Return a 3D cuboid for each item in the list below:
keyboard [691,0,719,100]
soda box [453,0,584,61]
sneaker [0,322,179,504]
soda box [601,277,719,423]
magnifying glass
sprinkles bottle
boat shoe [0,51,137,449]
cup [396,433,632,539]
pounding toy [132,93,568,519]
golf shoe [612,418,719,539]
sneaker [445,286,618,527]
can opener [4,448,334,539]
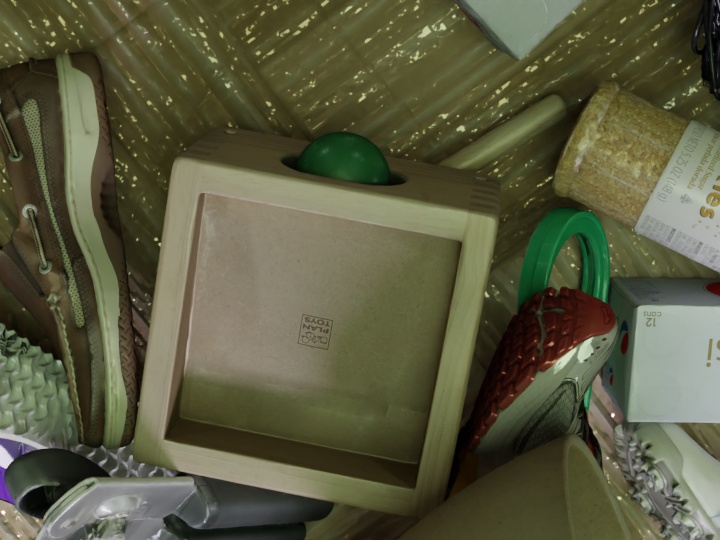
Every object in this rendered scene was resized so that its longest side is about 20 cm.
[{"bbox_3d":[0.209,-0.106,0.738,0.104,0.040,0.200,22,140,29],"label":"keyboard"},{"bbox_3d":[0.126,-0.200,0.746,0.200,0.063,0.068,-44,103,7],"label":"soda box"},{"bbox_3d":[-0.184,0.092,0.796,0.099,0.070,0.200,-18,131,37],"label":"sneaker"},{"bbox_3d":[0.239,0.044,0.817,0.199,0.064,0.068,1,104,-4],"label":"soda box"},{"bbox_3d":[0.114,0.061,0.816,0.022,0.080,0.200,9,117,34],"label":"magnifying glass"},{"bbox_3d":[0.200,-0.027,0.763,0.200,0.068,0.068,27,101,10],"label":"sprinkles bottle"},{"bbox_3d":[-0.158,-0.007,0.753,0.075,0.075,0.203,-7,82,-11],"label":"boat shoe"},{"bbox_3d":[0.060,0.191,0.669,0.143,0.200,0.201,-20,105,13],"label":"cup"},{"bbox_3d":[0.000,0.000,0.764,0.184,0.142,0.201,11,105,3],"label":"pounding toy"},{"bbox_3d":[0.225,0.136,0.843,0.097,0.078,0.200,-45,111,-7],"label":"golf shoe"},{"bbox_3d":[0.096,0.085,0.762,0.082,0.078,0.200,19,137,2],"label":"sneaker"},{"bbox_3d":[-0.095,0.114,0.766,0.053,0.200,0.067,-50,61,19],"label":"can opener"}]
